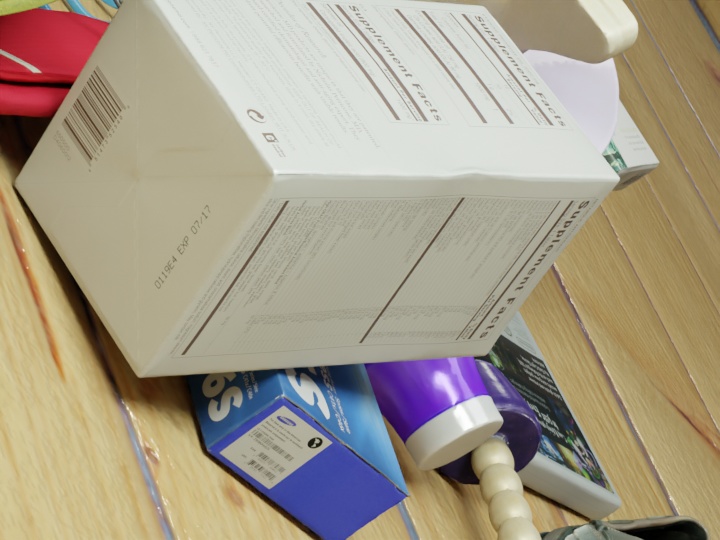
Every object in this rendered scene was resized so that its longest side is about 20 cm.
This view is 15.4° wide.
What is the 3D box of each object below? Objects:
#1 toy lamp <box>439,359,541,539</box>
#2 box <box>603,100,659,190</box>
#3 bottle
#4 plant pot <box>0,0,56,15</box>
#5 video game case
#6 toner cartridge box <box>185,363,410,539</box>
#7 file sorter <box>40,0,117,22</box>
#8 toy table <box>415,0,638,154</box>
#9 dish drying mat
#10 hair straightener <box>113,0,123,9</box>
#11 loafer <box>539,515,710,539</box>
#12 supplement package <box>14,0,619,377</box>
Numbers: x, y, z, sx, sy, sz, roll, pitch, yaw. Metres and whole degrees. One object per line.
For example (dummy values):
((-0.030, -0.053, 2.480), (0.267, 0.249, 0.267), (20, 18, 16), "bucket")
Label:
((0.075, 0.122, 1.288), (0.058, 0.058, 0.200), (43, 21, -41), "toy lamp")
((0.103, -0.137, 1.595), (0.200, 0.036, 0.144), (57, 14, 5), "box")
((0.000, 0.000, 1.287), (0.200, 0.065, 0.084), (60, 1, 15), "bottle")
((-0.145, -0.197, 1.059), (0.201, 0.200, 0.193), (55, 2, -2), "plant pot")
((0.065, 0.044, 1.495), (0.200, 0.023, 0.182), (32, 27, -60), "video game case")
((-0.044, 0.017, 1.159), (0.095, 0.043, 0.200), (43, 19, -43), "toner cartridge box")
((-0.099, -0.199, 1.276), (0.123, 0.139, 0.200), (56, 14, -13), "file sorter")
((0.060, -0.148, 1.282), (0.200, 0.184, 0.117), (43, -30, 12), "toy table")
((-0.131, -0.088, 1.092), (0.077, 0.018, 0.200), (38, 16, 19), "dish drying mat")
((-0.041, -0.089, 1.183), (0.200, 0.041, 0.077), (38, 21, -39), "hair straightener")
((0.137, 0.154, 1.400), (0.072, 0.063, 0.200), (58, 15, 9), "loafer")
((-0.015, -0.036, 1.076), (0.200, 0.114, 0.110), (-1, 47, -46), "supplement package")
